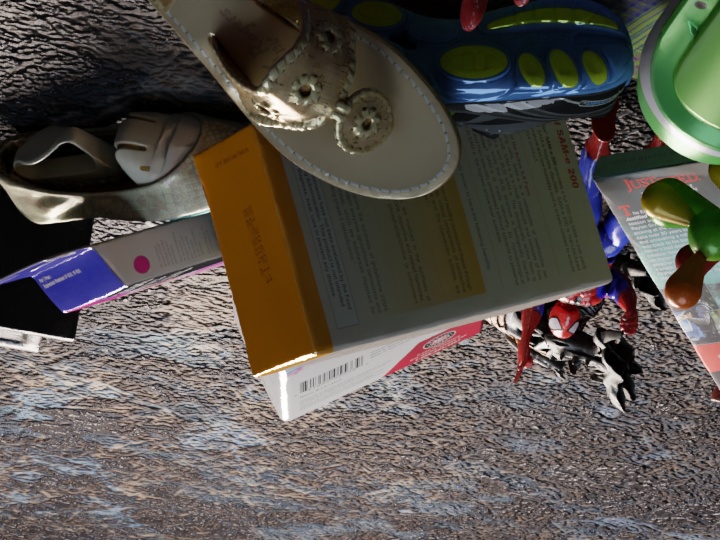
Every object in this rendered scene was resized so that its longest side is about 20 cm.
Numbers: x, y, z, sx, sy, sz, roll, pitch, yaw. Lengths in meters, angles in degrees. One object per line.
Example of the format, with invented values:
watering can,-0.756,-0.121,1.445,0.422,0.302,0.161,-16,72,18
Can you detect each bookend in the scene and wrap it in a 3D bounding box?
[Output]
bookend,-0.297,0.014,1.738,0.198,0.093,0.200,10,161,-10

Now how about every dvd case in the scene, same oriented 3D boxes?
dvd case,0.233,0.002,1.402,0.145,0.022,0.200,-9,133,34

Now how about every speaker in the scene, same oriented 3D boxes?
speaker,0.195,-0.127,1.166,0.088,0.089,0.200,11,152,-11

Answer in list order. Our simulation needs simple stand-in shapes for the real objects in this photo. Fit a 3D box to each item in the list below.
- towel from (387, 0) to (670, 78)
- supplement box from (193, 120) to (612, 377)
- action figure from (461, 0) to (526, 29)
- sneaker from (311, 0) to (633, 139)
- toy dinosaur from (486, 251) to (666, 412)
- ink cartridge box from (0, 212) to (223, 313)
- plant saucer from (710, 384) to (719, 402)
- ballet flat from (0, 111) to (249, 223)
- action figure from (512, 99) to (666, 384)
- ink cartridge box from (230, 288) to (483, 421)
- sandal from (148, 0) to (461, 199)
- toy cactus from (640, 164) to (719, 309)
towel,0.093,-0.149,1.262,0.199,0.023,0.144,14,158,-22
supplement box,0.024,-0.028,1.357,0.199,0.127,0.073,-12,174,-33
action figure,-0.017,-0.155,1.128,0.200,0.099,0.065,33,150,-24
sneaker,0.039,-0.096,1.287,0.199,0.071,0.083,1,154,7
toy dinosaur,0.121,0.024,1.638,0.135,0.103,0.200,16,-176,23
ink cartridge box,-0.122,-0.011,1.556,0.199,0.037,0.095,-15,177,-32
plant saucer,0.330,0.041,1.570,0.199,0.037,0.200,-1,-168,18
ballet flat,-0.144,-0.064,1.519,0.199,0.068,0.062,-9,142,35
action figure,0.136,-0.002,1.471,0.065,0.099,0.200,10,146,-3
ink cartridge box,0.000,0.000,1.531,0.145,0.083,0.200,-24,162,-9
sandal,-0.046,-0.103,1.212,0.212,0.078,0.070,43,-162,-1
toy cactus,0.240,-0.007,1.292,0.199,0.103,0.165,-5,152,41
